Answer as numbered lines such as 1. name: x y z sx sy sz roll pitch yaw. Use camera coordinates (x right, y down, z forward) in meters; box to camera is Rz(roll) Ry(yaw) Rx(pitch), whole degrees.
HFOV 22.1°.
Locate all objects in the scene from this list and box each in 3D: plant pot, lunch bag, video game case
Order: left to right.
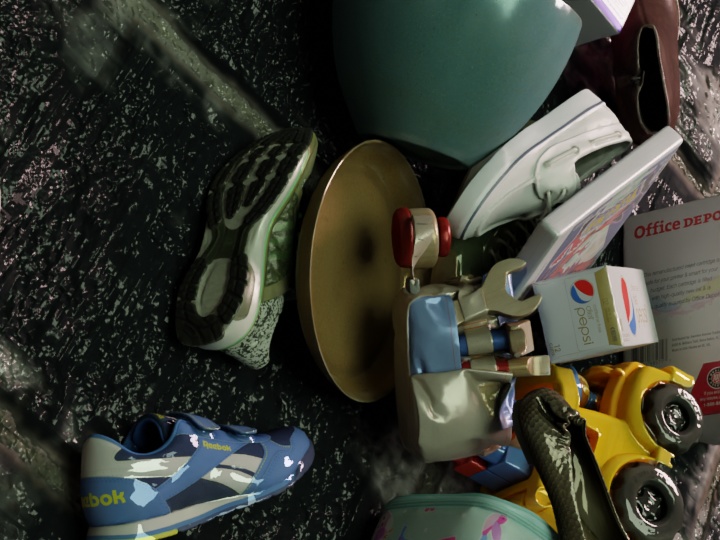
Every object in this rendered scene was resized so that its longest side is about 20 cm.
1. plant pot: 0.000 0.000 1.423 0.200 0.027 0.202 -12 103 -61
2. plant pot: 0.060 -0.157 1.454 0.199 0.200 0.136 20 85 -38
3. lunch bag: 0.113 0.246 1.421 0.200 0.160 0.077 40 57 -29
4. video game case: 0.171 -0.018 1.527 0.023 0.183 0.200 43 46 12

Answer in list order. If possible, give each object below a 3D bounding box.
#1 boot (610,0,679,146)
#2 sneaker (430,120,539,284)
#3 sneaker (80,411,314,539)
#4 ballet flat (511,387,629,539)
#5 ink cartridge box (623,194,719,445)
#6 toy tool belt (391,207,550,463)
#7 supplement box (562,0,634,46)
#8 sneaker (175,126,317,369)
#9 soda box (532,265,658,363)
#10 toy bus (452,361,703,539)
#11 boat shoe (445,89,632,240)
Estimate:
1. boot: 0.260 -0.212 1.664 0.166 0.072 0.202 4 82 -85
2. sneaker: 0.129 -0.047 1.536 0.067 0.089 0.201 74 34 -52
3. sneaker: -0.113 0.133 1.297 0.199 0.074 0.083 -15 89 -45
4. ballet flat: 0.172 0.179 1.365 0.067 0.046 0.201 -18 84 -58
5. ink cartridge box: 0.336 0.046 1.682 0.144 0.145 0.202 14 72 -40
6. toy tool belt: 0.089 0.048 1.423 0.122 0.125 0.202 -4 96 -9
7. supplement box: 0.200 -0.302 1.662 0.103 0.101 0.201 45 55 -27
8. sneaker: -0.073 -0.014 1.380 0.089 0.076 0.201 48 55 -46
9. soda box: 0.198 0.036 1.530 0.200 0.063 0.069 3 74 -73
10. toy bus: 0.166 0.145 1.529 0.191 0.136 0.201 31 58 -16
11. boat shoe: 0.147 -0.076 1.477 0.065 0.074 0.200 42 58 14
